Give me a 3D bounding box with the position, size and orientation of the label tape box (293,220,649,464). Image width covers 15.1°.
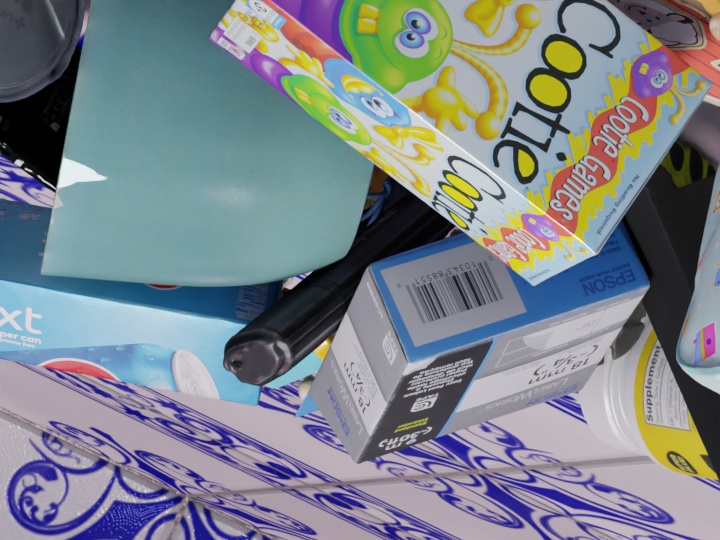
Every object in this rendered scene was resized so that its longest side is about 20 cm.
[{"bbox_3d":[0.057,0.045,1.460,0.144,0.063,0.200,-17,159,-20],"label":"label tape box"}]

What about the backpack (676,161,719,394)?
[{"bbox_3d":[0.218,-0.010,1.152,0.126,0.200,0.167,25,157,-16],"label":"backpack"}]

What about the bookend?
[{"bbox_3d":[0.258,0.013,1.399,0.092,0.198,0.200,118,129,-76],"label":"bookend"}]

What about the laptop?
[{"bbox_3d":[-0.213,-0.059,1.620,0.200,0.116,0.187,36,-158,-11],"label":"laptop"}]

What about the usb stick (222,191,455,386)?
[{"bbox_3d":[0.000,0.000,1.481,0.033,0.200,0.055,54,141,-5],"label":"usb stick"}]

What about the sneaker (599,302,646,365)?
[{"bbox_3d":[0.072,0.022,1.693,0.199,0.090,0.078,-3,125,-9],"label":"sneaker"}]

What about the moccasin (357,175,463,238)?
[{"bbox_3d":[0.048,-0.046,1.609,0.200,0.081,0.068,-21,123,38],"label":"moccasin"}]

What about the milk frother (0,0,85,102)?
[{"bbox_3d":[-0.298,-0.133,1.567,0.180,0.200,0.188,31,164,-38],"label":"milk frother"}]

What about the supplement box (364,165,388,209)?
[{"bbox_3d":[-0.026,-0.057,1.707,0.069,0.067,0.200,10,161,43],"label":"supplement box"}]

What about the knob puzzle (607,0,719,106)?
[{"bbox_3d":[0.184,-0.099,1.277,0.219,0.031,0.220,22,166,6],"label":"knob puzzle"}]

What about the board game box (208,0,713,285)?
[{"bbox_3d":[0.045,-0.098,1.270,0.200,0.103,0.105,37,165,-5],"label":"board game box"}]

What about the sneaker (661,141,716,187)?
[{"bbox_3d":[0.185,-0.011,1.531,0.083,0.074,0.200,7,150,43],"label":"sneaker"}]

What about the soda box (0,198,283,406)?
[{"bbox_3d":[-0.146,0.015,1.511,0.199,0.064,0.068,11,136,0],"label":"soda box"}]

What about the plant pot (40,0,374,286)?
[{"bbox_3d":[-0.073,-0.082,1.438,0.160,0.201,0.201,10,168,-6],"label":"plant pot"}]

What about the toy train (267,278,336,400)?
[{"bbox_3d":[0.009,0.027,1.599,0.199,0.056,0.150,14,131,-16],"label":"toy train"}]

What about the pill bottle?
[{"bbox_3d":[0.237,0.076,1.680,0.114,0.115,0.200,33,164,-36],"label":"pill bottle"}]
